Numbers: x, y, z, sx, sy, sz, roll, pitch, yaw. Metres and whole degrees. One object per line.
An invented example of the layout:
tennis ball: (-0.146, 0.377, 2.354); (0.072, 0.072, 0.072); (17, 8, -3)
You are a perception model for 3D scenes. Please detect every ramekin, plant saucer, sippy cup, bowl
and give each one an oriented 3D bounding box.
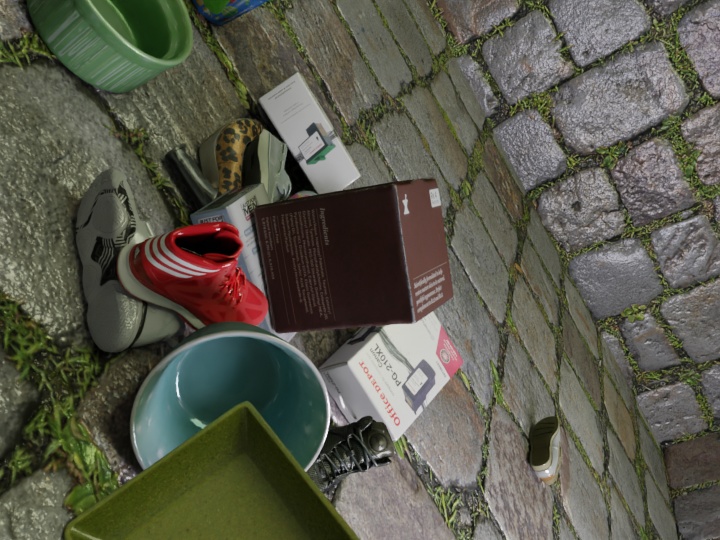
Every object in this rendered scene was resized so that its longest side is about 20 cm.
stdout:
ramekin: (-0.318, -0.328, 0.863); (0.200, 0.097, 0.202); (43, 33, -38)
plant saucer: (-0.126, 0.244, 0.592); (0.200, 0.198, 0.048); (40, -28, 37)
sippy cup: (-0.219, -0.490, 1.150); (0.141, 0.129, 0.177); (64, 26, 2)
bowl: (-0.139, 0.136, 0.725); (0.201, 0.200, 0.105); (51, 1, -25)

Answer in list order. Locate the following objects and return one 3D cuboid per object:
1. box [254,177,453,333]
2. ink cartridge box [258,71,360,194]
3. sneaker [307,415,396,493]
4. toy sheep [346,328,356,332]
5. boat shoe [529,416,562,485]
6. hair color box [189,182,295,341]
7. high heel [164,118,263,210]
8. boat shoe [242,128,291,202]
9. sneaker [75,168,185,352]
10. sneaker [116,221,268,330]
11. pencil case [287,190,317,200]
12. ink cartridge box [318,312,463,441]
box: (-0.005, -0.021, 0.882); (0.165, 0.197, 0.167); (-20, 102, -64)
ink cartridge box: (-0.086, -0.233, 1.180); (0.201, 0.084, 0.146); (57, 5, -16)
sneaker: (-0.028, 0.243, 0.894); (0.199, 0.113, 0.077); (-8, 72, -61)
toy sheep: (0.000, 0.000, 1.119); (0.137, 0.136, 0.203); (27, 75, -50)
boat shoe: (0.459, 0.442, 1.678); (0.069, 0.074, 0.200); (63, 33, -15)
hair color box: (-0.141, 0.000, 0.892); (0.099, 0.060, 0.203); (-50, 128, -59)
high heel: (-0.176, -0.136, 0.985); (0.144, 0.071, 0.200); (57, 40, -8)
boat shoe: (-0.138, -0.141, 1.050); (0.071, 0.070, 0.203); (21, 43, -25)
sneaker: (-0.244, -0.007, 0.754); (0.114, 0.074, 0.203); (16, 59, -57)
sneaker: (-0.144, 0.013, 0.719); (0.199, 0.114, 0.080); (22, 57, -51)
pencil case: (-0.102, -0.045, 1.032); (0.090, 0.084, 0.201); (24, 32, 3)
ink cartridge box: (0.051, 0.150, 1.065); (0.200, 0.084, 0.146); (-40, 101, -38)
